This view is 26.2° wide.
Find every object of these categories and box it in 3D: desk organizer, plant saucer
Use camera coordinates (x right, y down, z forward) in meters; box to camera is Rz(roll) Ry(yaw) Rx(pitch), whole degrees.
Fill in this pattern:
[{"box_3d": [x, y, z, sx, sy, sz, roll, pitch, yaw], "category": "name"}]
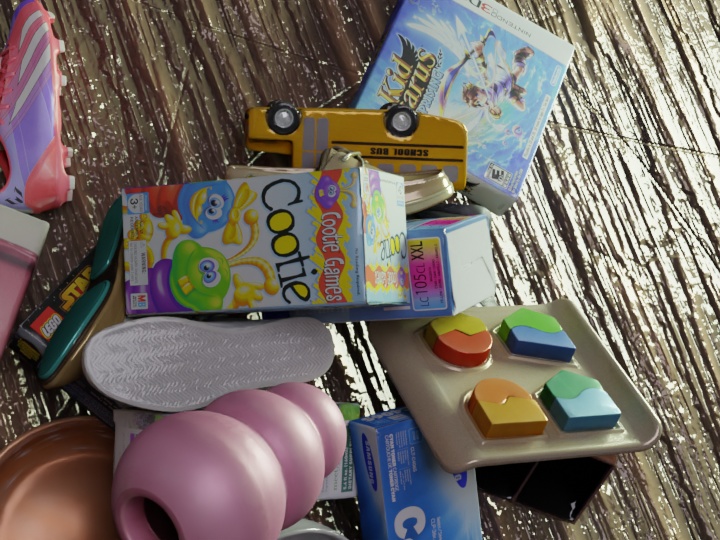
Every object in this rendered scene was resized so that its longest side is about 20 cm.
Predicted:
[{"box_3d": [0.127, 0.154, 1.375, 0.200, 0.072, 0.077, 21, 65, -13], "category": "desk organizer"}, {"box_3d": [-0.216, 0.216, 1.230, 0.200, 0.037, 0.201, 8, 66, -18], "category": "plant saucer"}]

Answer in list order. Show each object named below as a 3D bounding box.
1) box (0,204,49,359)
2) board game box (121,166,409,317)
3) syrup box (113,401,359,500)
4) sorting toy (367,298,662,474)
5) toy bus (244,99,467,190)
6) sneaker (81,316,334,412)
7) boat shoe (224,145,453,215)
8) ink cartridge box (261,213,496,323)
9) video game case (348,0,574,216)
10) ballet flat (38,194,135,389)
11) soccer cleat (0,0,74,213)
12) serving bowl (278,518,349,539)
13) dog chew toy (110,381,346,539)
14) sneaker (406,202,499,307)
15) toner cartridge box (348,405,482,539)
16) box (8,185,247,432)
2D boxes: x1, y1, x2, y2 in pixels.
[{"box_3d": [-0.340, 0.044, 1.210, 0.128, 0.109, 0.200, 20, 63, -12], "category": "box"}, {"box_3d": [-0.073, -0.019, 1.209, 0.199, 0.105, 0.103, -3, 87, 20], "category": "board game box"}, {"box_3d": [-0.097, 0.147, 1.232, 0.200, 0.081, 0.079, 2, 88, -46], "category": "syrup box"}, {"box_3d": [0.128, 0.086, 1.287, 0.200, 0.037, 0.185, -5, 41, -24], "category": "sorting toy"}, {"box_3d": [-0.005, -0.115, 1.413, 0.199, 0.065, 0.079, 0, 98, -7], "category": "toy bus"}, {"box_3d": [-0.134, 0.072, 1.208, 0.200, 0.116, 0.074, 0, 86, -28], "category": "sneaker"}, {"box_3d": [-0.019, -0.075, 1.350, 0.199, 0.072, 0.065, -7, 99, -2], "category": "boat shoe"}, {"box_3d": [0.000, 0.000, 1.311, 0.136, 0.199, 0.077, -19, 103, -69], "category": "ink cartridge box"}, {"box_3d": [0.099, -0.181, 1.518, 0.181, 0.045, 0.200, 27, 61, -8], "category": "video game case"}, {"box_3d": [-0.193, 0.022, 1.231, 0.063, 0.069, 0.200, 37, 48, -23], "category": "ballet flat"}, {"box_3d": [-0.293, -0.145, 1.337, 0.076, 0.067, 0.201, -4, 73, -18], "category": "soccer cleat"}, {"box_3d": [-0.090, 0.272, 1.196, 0.200, 0.200, 0.066, -29, 41, -29], "category": "serving bowl"}, {"box_3d": [-0.083, 0.142, 1.110, 0.200, 0.125, 0.125, -30, 81, -47], "category": "dog chew toy"}, {"box_3d": [0.103, 0.009, 1.421, 0.200, 0.075, 0.114, 40, 63, 1], "category": "sneaker"}, {"box_3d": [0.051, 0.214, 1.283, 0.095, 0.043, 0.201, -13, 100, -32], "category": "toner cartridge box"}, {"box_3d": [-0.180, 0.036, 1.297, 0.137, 0.040, 0.200, 40, 48, -2], "category": "box"}]
